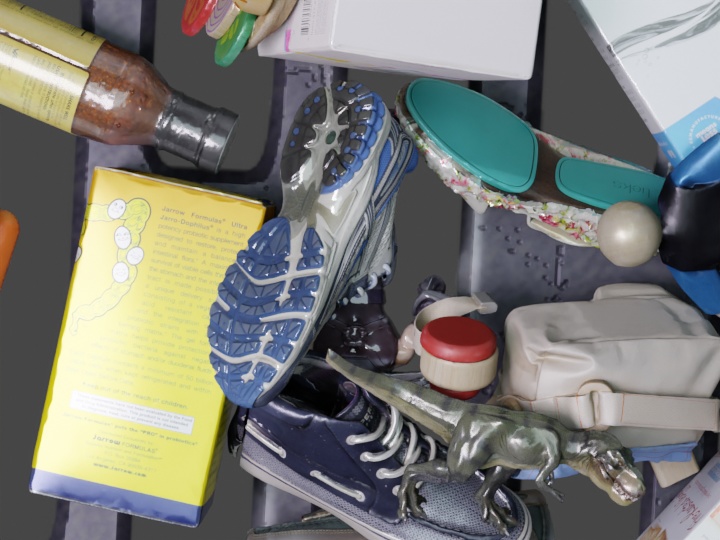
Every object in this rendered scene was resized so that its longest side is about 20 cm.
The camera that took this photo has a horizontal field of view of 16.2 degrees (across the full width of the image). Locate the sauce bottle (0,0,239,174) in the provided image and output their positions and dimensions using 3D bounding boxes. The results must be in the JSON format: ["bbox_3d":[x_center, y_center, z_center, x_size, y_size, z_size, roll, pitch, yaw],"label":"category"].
[{"bbox_3d":[-0.174,-0.115,1.576,0.199,0.066,0.066,25,93,1],"label":"sauce bottle"}]

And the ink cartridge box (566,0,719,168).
[{"bbox_3d":[0.197,-0.167,1.564,0.115,0.067,0.201,-33,91,3],"label":"ink cartridge box"}]

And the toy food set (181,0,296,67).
[{"bbox_3d":[-0.068,-0.223,1.510,0.048,0.198,0.202,6,68,-20],"label":"toy food set"}]

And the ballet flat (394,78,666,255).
[{"bbox_3d":[0.104,-0.052,1.563,0.199,0.064,0.076,24,51,-6],"label":"ballet flat"}]

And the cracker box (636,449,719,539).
[{"bbox_3d":[0.200,0.182,1.544,0.058,0.134,0.200,42,92,0],"label":"cracker box"}]

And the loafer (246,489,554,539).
[{"bbox_3d":[0.024,0.168,1.590,0.198,0.072,0.063,2,65,-4],"label":"loafer"}]

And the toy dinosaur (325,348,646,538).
[{"bbox_3d":[0.066,0.110,1.484,0.199,0.048,0.089,18,117,2],"label":"toy dinosaur"}]

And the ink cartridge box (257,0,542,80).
[{"bbox_3d":[0.021,-0.185,1.513,0.124,0.200,0.130,7,92,-16],"label":"ink cartridge box"}]

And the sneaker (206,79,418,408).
[{"bbox_3d":[-0.018,-0.005,1.494,0.077,0.085,0.201,19,81,43],"label":"sneaker"}]

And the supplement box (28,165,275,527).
[{"bbox_3d":[-0.127,0.044,1.559,0.109,0.109,0.202,12,92,1],"label":"supplement box"}]

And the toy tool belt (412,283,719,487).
[{"bbox_3d":[0.125,0.087,1.544,0.198,0.125,0.124,-4,117,-20],"label":"toy tool belt"}]

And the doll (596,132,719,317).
[{"bbox_3d":[0.236,-0.029,1.537,0.198,0.048,0.137,-8,118,-21],"label":"doll"}]

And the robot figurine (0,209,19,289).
[{"bbox_3d":[-0.291,-0.016,1.556,0.143,0.117,0.202,14,93,0],"label":"robot figurine"}]

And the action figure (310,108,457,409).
[{"bbox_3d":[0.000,0.000,1.578,0.129,0.069,0.202,0,96,-6],"label":"action figure"}]

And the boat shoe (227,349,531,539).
[{"bbox_3d":[0.014,0.114,1.528,0.199,0.093,0.075,20,59,5],"label":"boat shoe"}]
